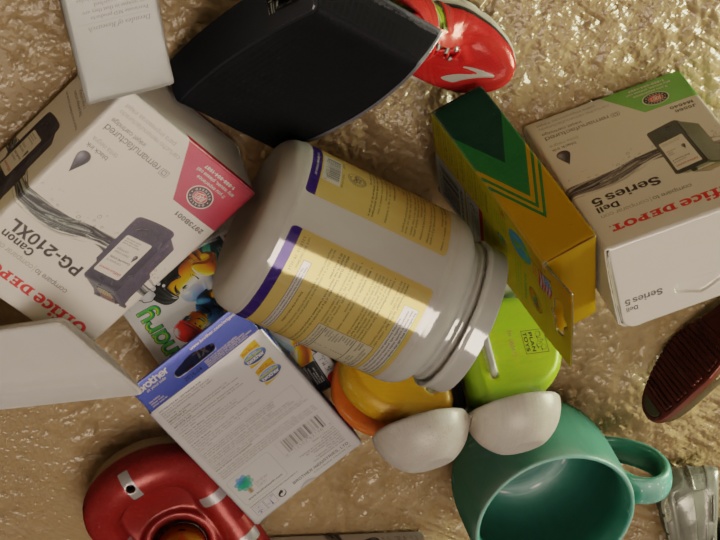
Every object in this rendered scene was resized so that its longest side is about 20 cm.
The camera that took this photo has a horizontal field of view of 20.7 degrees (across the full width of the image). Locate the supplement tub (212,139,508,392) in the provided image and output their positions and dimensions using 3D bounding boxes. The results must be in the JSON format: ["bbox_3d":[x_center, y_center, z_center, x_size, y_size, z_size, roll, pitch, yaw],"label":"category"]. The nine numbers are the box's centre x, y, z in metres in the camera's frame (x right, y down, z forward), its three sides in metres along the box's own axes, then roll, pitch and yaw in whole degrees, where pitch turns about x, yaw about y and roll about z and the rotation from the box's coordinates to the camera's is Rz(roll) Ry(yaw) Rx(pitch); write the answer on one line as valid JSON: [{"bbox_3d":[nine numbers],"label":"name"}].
[{"bbox_3d":[0.000,0.000,1.541,0.199,0.146,0.146,25,114,-13],"label":"supplement tub"}]

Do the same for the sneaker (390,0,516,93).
[{"bbox_3d":[0.041,-0.180,1.530,0.200,0.085,0.077,23,114,-29],"label":"sneaker"}]

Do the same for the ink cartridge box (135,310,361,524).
[{"bbox_3d":[-0.100,0.117,1.667,0.119,0.042,0.200,-38,129,2],"label":"ink cartridge box"}]

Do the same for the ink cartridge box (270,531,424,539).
[{"bbox_3d":[-0.028,0.305,1.817,0.199,0.116,0.068,-1,123,-18],"label":"ink cartridge box"}]

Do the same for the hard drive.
[{"bbox_3d":[-0.047,-0.154,1.483,0.135,0.042,0.200,25,149,-29],"label":"hard drive"}]

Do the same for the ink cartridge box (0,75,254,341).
[{"bbox_3d":[-0.207,-0.053,1.537,0.200,0.084,0.145,-42,125,13],"label":"ink cartridge box"}]

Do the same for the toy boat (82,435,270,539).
[{"bbox_3d":[-0.157,0.246,1.717,0.130,0.131,0.200,-31,113,4],"label":"toy boat"}]

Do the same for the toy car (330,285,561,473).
[{"bbox_3d":[0.069,0.087,1.691,0.199,0.176,0.150,-10,161,-16],"label":"toy car"}]

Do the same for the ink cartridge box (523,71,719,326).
[{"bbox_3d":[0.237,-0.061,1.601,0.145,0.200,0.084,-20,127,-4],"label":"ink cartridge box"}]

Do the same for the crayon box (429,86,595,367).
[{"bbox_3d":[0.131,-0.034,1.565,0.051,0.200,0.127,-29,153,-10],"label":"crayon box"}]

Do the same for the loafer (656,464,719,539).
[{"bbox_3d":[0.339,0.274,1.942,0.070,0.070,0.200,-15,126,3],"label":"loafer"}]

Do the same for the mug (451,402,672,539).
[{"bbox_3d":[0.173,0.198,1.810,0.185,0.115,0.152,20,115,-28],"label":"mug"}]

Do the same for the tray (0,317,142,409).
[{"bbox_3d":[-0.276,0.072,1.578,0.199,0.022,0.107,-8,143,36],"label":"tray"}]

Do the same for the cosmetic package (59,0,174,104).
[{"bbox_3d":[-0.190,-0.233,1.412,0.074,0.102,0.201,-15,127,-6],"label":"cosmetic package"}]

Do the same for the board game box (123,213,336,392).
[{"bbox_3d":[-0.113,0.050,1.668,0.126,0.035,0.200,-29,127,4],"label":"board game box"}]

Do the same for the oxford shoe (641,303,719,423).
[{"bbox_3d":[0.343,0.072,1.808,0.075,0.071,0.200,29,112,-37],"label":"oxford shoe"}]
